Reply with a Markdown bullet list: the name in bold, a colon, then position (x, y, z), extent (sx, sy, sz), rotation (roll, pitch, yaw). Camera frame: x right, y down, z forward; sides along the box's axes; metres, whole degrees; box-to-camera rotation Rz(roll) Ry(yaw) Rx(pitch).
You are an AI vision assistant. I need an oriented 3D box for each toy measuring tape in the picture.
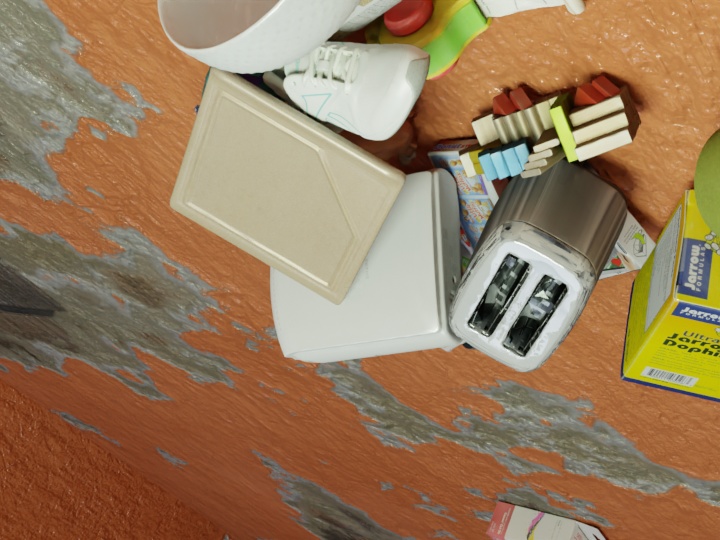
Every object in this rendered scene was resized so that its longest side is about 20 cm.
- **toy measuring tape**: position (0.078, -0.186, 0.920), extent (0.198, 0.074, 0.074), rotation (5, 150, 40)

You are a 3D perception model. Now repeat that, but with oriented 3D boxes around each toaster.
- **toaster**: position (0.156, -0.007, 1.029), extent (0.113, 0.130, 0.201), rotation (29, 134, 3)

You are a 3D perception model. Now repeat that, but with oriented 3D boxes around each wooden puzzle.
- **wooden puzzle**: position (-0.066, -0.072, 1.018), extent (0.183, 0.037, 0.201), rotation (30, 141, 1)

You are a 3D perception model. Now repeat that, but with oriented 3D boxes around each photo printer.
- **photo printer**: position (0.000, 0.000, 1.126), extent (0.197, 0.169, 0.069), rotation (-9, 165, 29)

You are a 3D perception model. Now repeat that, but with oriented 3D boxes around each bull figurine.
- **bull figurine**: position (-0.039, -0.113, 1.104), extent (0.197, 0.066, 0.121), rotation (-11, 174, 10)

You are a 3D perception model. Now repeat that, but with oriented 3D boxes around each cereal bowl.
- **cereal bowl**: position (-0.049, -0.224, 0.817), extent (0.198, 0.203, 0.083), rotation (1, 160, 44)

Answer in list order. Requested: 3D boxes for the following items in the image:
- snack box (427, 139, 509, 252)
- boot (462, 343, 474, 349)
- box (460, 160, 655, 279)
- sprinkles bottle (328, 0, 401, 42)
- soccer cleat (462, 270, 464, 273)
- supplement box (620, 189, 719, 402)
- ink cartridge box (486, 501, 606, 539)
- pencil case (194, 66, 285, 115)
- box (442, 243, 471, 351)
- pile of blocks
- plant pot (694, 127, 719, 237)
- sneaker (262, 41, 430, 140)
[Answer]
- **snack box**: position (0.134, -0.035, 1.141), extent (0.071, 0.024, 0.202), rotation (6, 130, 52)
- **boot**: position (0.201, 0.039, 1.310), extent (0.096, 0.076, 0.200), rotation (8, 156, -28)
- **box**: position (0.183, -0.033, 1.151), extent (0.110, 0.035, 0.199), rotation (48, 152, -13)
- **sprinkles bottle**: position (0.010, -0.231, 0.897), extent (0.068, 0.069, 0.199), rotation (34, 156, -20)
- **soccer cleat**: position (0.030, 0.040, 1.196), extent (0.198, 0.070, 0.085), rotation (-16, 146, 26)
- **supplement box**: position (0.317, 0.029, 1.069), extent (0.108, 0.110, 0.201), rotation (12, 156, 4)
- **ink cartridge box**: position (0.337, 0.482, 2.077), extent (0.198, 0.068, 0.117), rotation (7, 151, 36)
- **pencil case**: position (-0.103, -0.197, 1.061), extent (0.093, 0.084, 0.200), rotation (58, 160, 13)
- **box**: position (0.052, -0.011, 1.276), extent (0.198, 0.102, 0.112), rotation (30, 157, -11)
- **pile of blocks**: position (0.142, -0.121, 0.983), extent (0.199, 0.082, 0.063), rotation (-10, 110, 49)
- **plant pot**: position (0.336, -0.063, 0.821), extent (0.186, 0.189, 0.199), rotation (35, 170, -23)
- **sneaker**: position (-0.017, -0.147, 0.921), extent (0.080, 0.071, 0.199), rotation (27, 169, -27)
